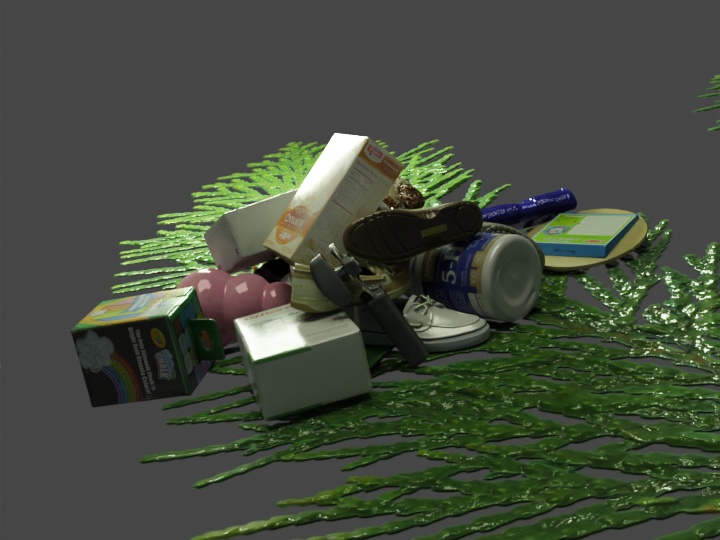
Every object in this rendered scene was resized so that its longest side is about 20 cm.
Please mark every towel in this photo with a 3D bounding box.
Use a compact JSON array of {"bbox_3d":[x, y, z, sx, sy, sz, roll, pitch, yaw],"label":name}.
[{"bbox_3d":[0.254,-0.096,1.927,0.198,0.050,0.148,-14,-6,-5],"label":"towel"}]

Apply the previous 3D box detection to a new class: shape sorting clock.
[{"bbox_3d":[0.348,-0.048,1.787,0.198,0.040,0.200,-11,21,4],"label":"shape sorting clock"}]

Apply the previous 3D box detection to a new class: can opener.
[{"bbox_3d":[0.009,0.051,1.487,0.067,0.201,0.053,-36,18,1],"label":"can opener"}]

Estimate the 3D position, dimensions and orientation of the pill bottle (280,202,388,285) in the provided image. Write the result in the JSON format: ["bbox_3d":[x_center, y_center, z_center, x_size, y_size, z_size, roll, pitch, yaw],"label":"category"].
[{"bbox_3d":[-0.031,-0.019,1.758,0.200,0.113,0.113,-42,6,22],"label":"pill bottle"}]

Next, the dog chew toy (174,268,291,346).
[{"bbox_3d":[-0.182,0.058,1.730,0.198,0.126,0.125,-1,18,11],"label":"dog chew toy"}]

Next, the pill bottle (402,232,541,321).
[{"bbox_3d":[0.148,0.004,1.632,0.119,0.121,0.199,-26,20,-38],"label":"pill bottle"}]

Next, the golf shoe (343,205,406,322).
[{"bbox_3d":[0.000,0.000,1.646,0.201,0.092,0.073,-61,27,-1],"label":"golf shoe"}]

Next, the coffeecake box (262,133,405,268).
[{"bbox_3d":[-0.041,-0.092,1.639,0.201,0.073,0.153,-57,20,-4],"label":"coffeecake box"}]

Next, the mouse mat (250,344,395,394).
[{"bbox_3d":[-0.042,0.127,1.578,0.159,0.008,0.200,-4,18,29],"label":"mouse mat"}]

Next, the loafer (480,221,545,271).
[{"bbox_3d":[0.187,-0.040,1.744,0.198,0.076,0.070,23,0,8],"label":"loafer"}]

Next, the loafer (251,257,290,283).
[{"bbox_3d":[-0.094,0.002,1.862,0.199,0.072,0.063,-14,-29,-40],"label":"loafer"}]

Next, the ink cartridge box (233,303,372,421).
[{"bbox_3d":[-0.080,0.108,1.504,0.144,0.088,0.200,-15,14,-9],"label":"ink cartridge box"}]

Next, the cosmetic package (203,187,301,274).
[{"bbox_3d":[-0.135,-0.067,1.806,0.199,0.082,0.113,-19,-8,-32],"label":"cosmetic package"}]

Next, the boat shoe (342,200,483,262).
[{"bbox_3d":[0.068,-0.052,1.584,0.198,0.073,0.076,-7,3,-13],"label":"boat shoe"}]

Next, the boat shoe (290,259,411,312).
[{"bbox_3d":[-0.010,0.010,1.540,0.199,0.064,0.073,-10,16,-37],"label":"boat shoe"}]

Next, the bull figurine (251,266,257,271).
[{"bbox_3d":[-0.216,0.047,1.874,0.198,0.066,0.122,-14,18,-3],"label":"bull figurine"}]

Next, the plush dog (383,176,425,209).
[{"bbox_3d":[0.060,-0.072,1.856,0.199,0.174,0.160,3,22,45],"label":"plush dog"}]

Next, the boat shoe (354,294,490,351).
[{"bbox_3d":[0.077,0.067,1.563,0.198,0.067,0.074,-2,20,21],"label":"boat shoe"}]

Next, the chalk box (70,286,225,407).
[{"bbox_3d":[-0.287,0.106,1.635,0.198,0.126,0.124,-8,17,13],"label":"chalk box"}]
